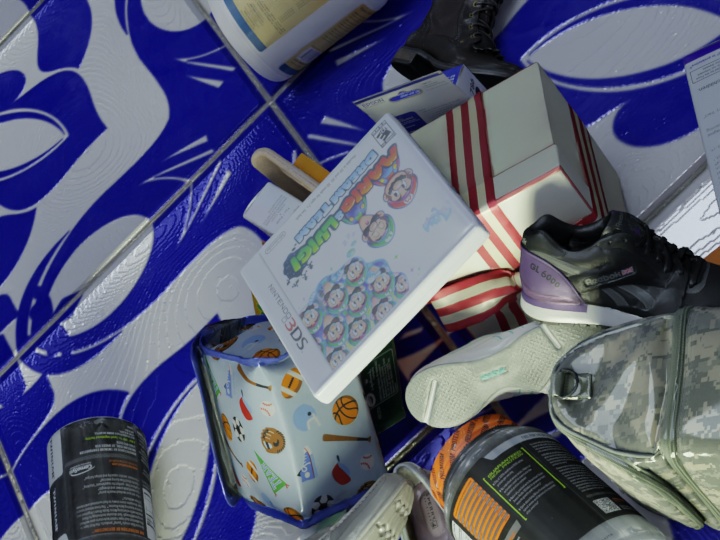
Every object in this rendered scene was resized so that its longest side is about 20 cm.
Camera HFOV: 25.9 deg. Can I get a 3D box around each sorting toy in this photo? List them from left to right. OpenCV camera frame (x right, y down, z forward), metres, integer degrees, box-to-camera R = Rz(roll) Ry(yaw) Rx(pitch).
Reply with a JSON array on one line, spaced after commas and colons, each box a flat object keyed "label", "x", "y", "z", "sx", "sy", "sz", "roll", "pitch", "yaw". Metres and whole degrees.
[{"label": "sorting toy", "x": 0.008, "y": -0.046, "z": 1.499, "sx": 0.199, "sy": 0.185, "sz": 0.037, "roll": 31, "pitch": 85, "yaw": 42}]

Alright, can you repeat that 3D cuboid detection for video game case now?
[{"label": "video game case", "x": -0.002, "y": -0.014, "z": 1.340, "sx": 0.200, "sy": 0.024, "sz": 0.182, "roll": -46, "pitch": 44, "yaw": 11}]

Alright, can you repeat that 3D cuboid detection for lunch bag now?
[{"label": "lunch bag", "x": -0.083, "y": 0.134, "z": 1.464, "sx": 0.123, "sy": 0.171, "sz": 0.200, "roll": -19, "pitch": 13, "yaw": -26}, {"label": "lunch bag", "x": 0.251, "y": 0.120, "z": 1.215, "sx": 0.167, "sy": 0.200, "sz": 0.140, "roll": -1, "pitch": 66, "yaw": 30}]

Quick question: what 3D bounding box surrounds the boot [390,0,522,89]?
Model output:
[{"label": "boot", "x": 0.127, "y": -0.270, "z": 1.623, "sx": 0.199, "sy": 0.069, "sz": 0.175, "roll": 22, "pitch": 80, "yaw": 45}]

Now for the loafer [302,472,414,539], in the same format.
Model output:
[{"label": "loafer", "x": -0.031, "y": 0.251, "z": 1.348, "sx": 0.070, "sy": 0.070, "sz": 0.200, "roll": 33, "pitch": 76, "yaw": 31}]

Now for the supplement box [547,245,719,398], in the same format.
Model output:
[{"label": "supplement box", "x": 0.255, "y": 0.070, "z": 1.329, "sx": 0.200, "sy": 0.066, "sz": 0.069, "roll": -40, "pitch": 47, "yaw": 11}]

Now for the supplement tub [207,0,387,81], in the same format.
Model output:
[{"label": "supplement tub", "x": -0.057, "y": -0.322, "z": 1.743, "sx": 0.199, "sy": 0.145, "sz": 0.145, "roll": -35, "pitch": 49, "yaw": 16}]

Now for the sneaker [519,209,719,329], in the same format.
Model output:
[{"label": "sneaker", "x": 0.224, "y": -0.002, "z": 1.247, "sx": 0.198, "sy": 0.088, "sz": 0.076, "roll": 2, "pitch": 31, "yaw": 14}]

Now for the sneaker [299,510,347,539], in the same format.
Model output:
[{"label": "sneaker", "x": 0.003, "y": 0.296, "z": 1.396, "sx": 0.117, "sy": 0.074, "sz": 0.202, "roll": -9, "pitch": 52, "yaw": 19}]

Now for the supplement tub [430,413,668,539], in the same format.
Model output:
[{"label": "supplement tub", "x": 0.152, "y": 0.211, "z": 1.288, "sx": 0.123, "sy": 0.122, "sz": 0.200, "roll": -50, "pitch": 46, "yaw": 2}]

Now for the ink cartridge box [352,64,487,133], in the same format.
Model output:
[{"label": "ink cartridge box", "x": 0.086, "y": -0.137, "z": 1.487, "sx": 0.099, "sy": 0.200, "sz": 0.039, "roll": -15, "pitch": 57, "yaw": 29}]

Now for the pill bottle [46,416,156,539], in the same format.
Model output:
[{"label": "pill bottle", "x": -0.261, "y": 0.258, "z": 1.589, "sx": 0.106, "sy": 0.106, "sz": 0.201, "roll": -29, "pitch": 50, "yaw": 21}]

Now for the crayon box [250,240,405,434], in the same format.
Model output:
[{"label": "crayon box", "x": -0.044, "y": 0.065, "z": 1.521, "sx": 0.051, "sy": 0.128, "sz": 0.200, "roll": -29, "pitch": 37, "yaw": -28}]

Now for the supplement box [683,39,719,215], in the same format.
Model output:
[{"label": "supplement box", "x": 0.355, "y": -0.100, "z": 1.326, "sx": 0.103, "sy": 0.101, "sz": 0.201, "roll": -24, "pitch": 52, "yaw": 25}]

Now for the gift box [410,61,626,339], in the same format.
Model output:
[{"label": "gift box", "x": 0.154, "y": -0.040, "z": 1.397, "sx": 0.184, "sy": 0.200, "sz": 0.187, "roll": -32, "pitch": 34, "yaw": 24}]

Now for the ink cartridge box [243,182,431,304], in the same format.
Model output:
[{"label": "ink cartridge box", "x": 0.000, "y": 0.000, "z": 1.498, "sx": 0.057, "sy": 0.162, "sz": 0.200, "roll": -52, "pitch": 46, "yaw": 0}]

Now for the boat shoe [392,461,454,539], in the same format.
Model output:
[{"label": "boat shoe", "x": 0.074, "y": 0.258, "z": 1.359, "sx": 0.074, "sy": 0.065, "sz": 0.203, "roll": -32, "pitch": 49, "yaw": 19}]

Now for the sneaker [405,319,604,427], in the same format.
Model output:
[{"label": "sneaker", "x": 0.136, "y": 0.074, "z": 1.330, "sx": 0.199, "sy": 0.071, "sz": 0.080, "roll": -15, "pitch": 13, "yaw": 19}]
